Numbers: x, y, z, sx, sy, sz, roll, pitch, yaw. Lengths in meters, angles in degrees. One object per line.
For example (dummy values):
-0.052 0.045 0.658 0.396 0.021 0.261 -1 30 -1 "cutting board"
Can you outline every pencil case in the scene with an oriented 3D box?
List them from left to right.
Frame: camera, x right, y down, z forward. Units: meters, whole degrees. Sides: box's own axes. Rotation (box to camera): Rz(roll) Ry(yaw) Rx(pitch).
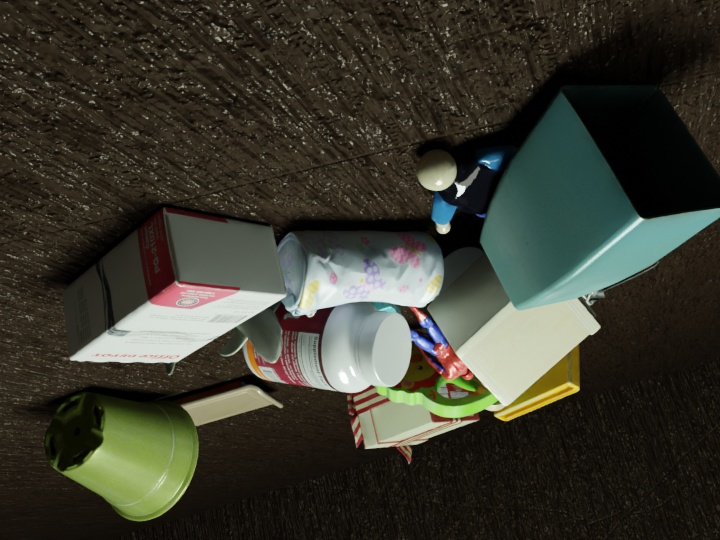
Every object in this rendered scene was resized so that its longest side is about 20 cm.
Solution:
0.000 0.000 0.939 0.197 0.092 0.083 -3 157 -32 "pencil case"

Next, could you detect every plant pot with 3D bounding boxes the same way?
-0.395 0.281 1.322 0.197 0.203 0.190 -21 149 18 "plant pot"
0.215 -0.056 0.800 0.139 0.143 0.200 -9 152 -33 "plant pot"

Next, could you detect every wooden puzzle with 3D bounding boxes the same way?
-0.256 0.243 1.518 0.196 0.038 0.185 -12 161 4 "wooden puzzle"

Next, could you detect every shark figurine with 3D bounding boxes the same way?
-0.179 0.047 1.001 0.211 0.130 0.090 -5 142 31 "shark figurine"

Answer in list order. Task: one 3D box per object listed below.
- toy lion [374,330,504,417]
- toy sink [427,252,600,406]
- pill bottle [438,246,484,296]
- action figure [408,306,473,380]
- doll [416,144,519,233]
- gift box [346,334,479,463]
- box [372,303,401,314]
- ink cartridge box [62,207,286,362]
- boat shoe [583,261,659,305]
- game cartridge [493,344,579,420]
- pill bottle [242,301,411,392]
0.117 0.166 1.351 0.189 0.200 0.069 -19 131 -17 "toy lion"
0.198 0.038 0.982 0.200 0.131 0.112 -43 113 6 "toy sink"
0.178 0.061 1.128 0.109 0.112 0.200 -22 133 22 "pill bottle"
0.106 0.096 1.263 0.065 0.099 0.200 -41 120 8 "action figure"
0.128 -0.084 0.857 0.198 0.049 0.136 9 141 -47 "doll"
0.085 0.239 1.512 0.185 0.203 0.183 -26 153 35 "gift box"
-0.047 0.067 1.152 0.197 0.050 0.082 -18 161 9 "box"
-0.198 0.024 0.866 0.199 0.086 0.144 -30 156 35 "ink cartridge box"
0.340 0.014 1.204 0.198 0.061 0.074 -29 156 -3 "boat shoe"
0.288 0.126 1.347 0.032 0.203 0.176 26 144 -21 "game cartridge"
-0.041 0.088 1.014 0.197 0.115 0.112 2 173 36 "pill bottle"
